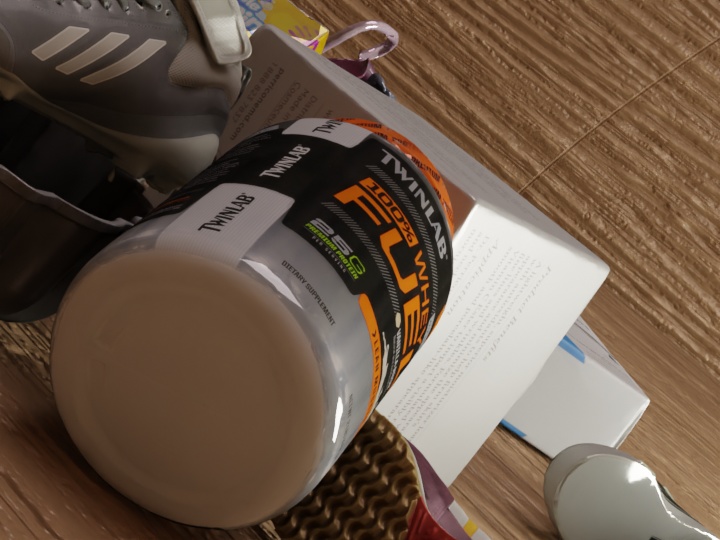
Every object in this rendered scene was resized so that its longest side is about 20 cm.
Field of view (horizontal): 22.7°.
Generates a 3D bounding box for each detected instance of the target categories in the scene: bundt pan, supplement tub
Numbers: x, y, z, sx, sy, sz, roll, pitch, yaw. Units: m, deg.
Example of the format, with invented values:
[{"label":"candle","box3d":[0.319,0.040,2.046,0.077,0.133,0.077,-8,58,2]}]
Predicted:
[{"label":"bundt pan","box3d":[-0.188,-0.050,0.767,0.201,0.076,0.202,36,9,-7]},{"label":"supplement tub","box3d":[-0.034,0.010,0.747,0.122,0.123,0.200,38,30,2]}]

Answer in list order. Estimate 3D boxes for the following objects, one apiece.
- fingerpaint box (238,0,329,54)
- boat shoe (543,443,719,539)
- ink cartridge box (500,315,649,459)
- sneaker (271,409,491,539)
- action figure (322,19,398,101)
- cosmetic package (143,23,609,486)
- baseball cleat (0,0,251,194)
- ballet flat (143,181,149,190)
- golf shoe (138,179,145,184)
[{"label":"fingerpaint box","box3d":[-0.135,-0.150,1.215,0.200,0.167,0.073,40,53,11]},{"label":"boat shoe","box3d":[0.167,0.156,1.169,0.200,0.071,0.064,40,5,-46]},{"label":"ink cartridge box","box3d":[0.123,0.061,1.413,0.146,0.086,0.200,35,11,-18]},{"label":"sneaker","box3d":[0.031,0.135,0.753,0.200,0.075,0.090,46,-6,47]},{"label":"action figure","box3d":[-0.081,-0.140,1.428,0.199,0.150,0.134,6,-11,18]},{"label":"cosmetic package","box3d":[0.000,0.000,0.973,0.165,0.165,0.200,41,9,27]},{"label":"baseball cleat","box3d":[-0.118,-0.107,0.748,0.070,0.107,0.200,27,-4,34]},{"label":"ballet flat","box3d":[-0.131,-0.126,1.025,0.067,0.202,0.068,-2,-1,20]},{"label":"golf shoe","box3d":[-0.194,-0.095,0.938,0.199,0.092,0.075,31,11,-28]}]
